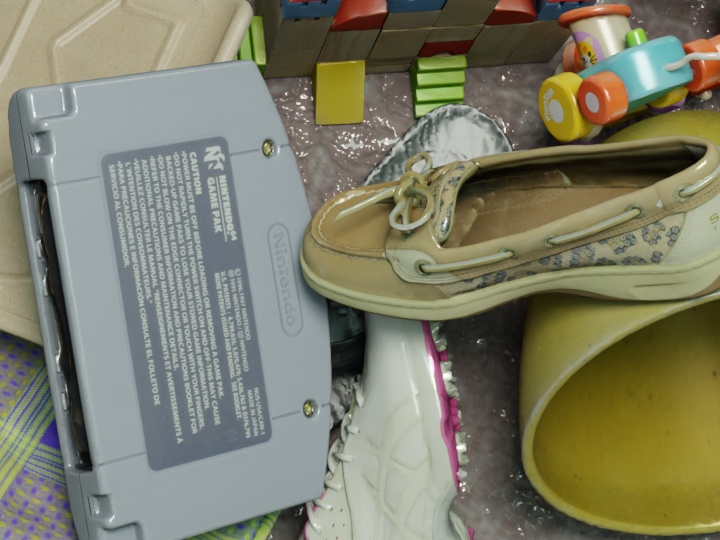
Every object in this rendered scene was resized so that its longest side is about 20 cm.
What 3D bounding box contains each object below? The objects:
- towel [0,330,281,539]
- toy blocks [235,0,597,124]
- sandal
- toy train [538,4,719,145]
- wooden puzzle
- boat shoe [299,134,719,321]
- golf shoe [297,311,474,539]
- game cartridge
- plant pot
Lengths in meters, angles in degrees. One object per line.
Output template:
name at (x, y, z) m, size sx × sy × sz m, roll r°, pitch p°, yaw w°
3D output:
towel at (-0.134, 0.079, 0.943) m, size 0.199 × 0.023 × 0.144 m, roll 28°, pitch 39°, yaw 4°
toy blocks at (0.031, -0.138, 0.995) m, size 0.198 × 0.137 × 0.101 m, roll -4°, pitch 80°, yaw -9°
sandal at (0.000, -0.001, 1.009) m, size 0.075 × 0.048 × 0.201 m, roll 37°, pitch 81°, yaw 1°
toy train at (0.152, -0.108, 0.993) m, size 0.149 × 0.200 × 0.056 m, roll -22°, pitch 88°, yaw 12°
wooden puzzle at (-0.167, -0.066, 0.983) m, size 0.199 × 0.046 × 0.186 m, roll 18°, pitch 74°, yaw 18°
boat shoe at (0.063, -0.026, 0.881) m, size 0.199 × 0.063 × 0.074 m, roll -5°, pitch 46°, yaw 21°
golf shoe at (0.008, 0.100, 0.967) m, size 0.091 × 0.075 × 0.202 m, roll -7°, pitch 97°, yaw 3°
game cartridge at (-0.077, 0.013, 0.912) m, size 0.133 × 0.041 × 0.202 m, roll -12°, pitch 95°, yaw -41°
plant pot at (0.159, 0.011, 0.976) m, size 0.198 × 0.201 × 0.143 m, roll -4°, pitch 52°, yaw -9°
